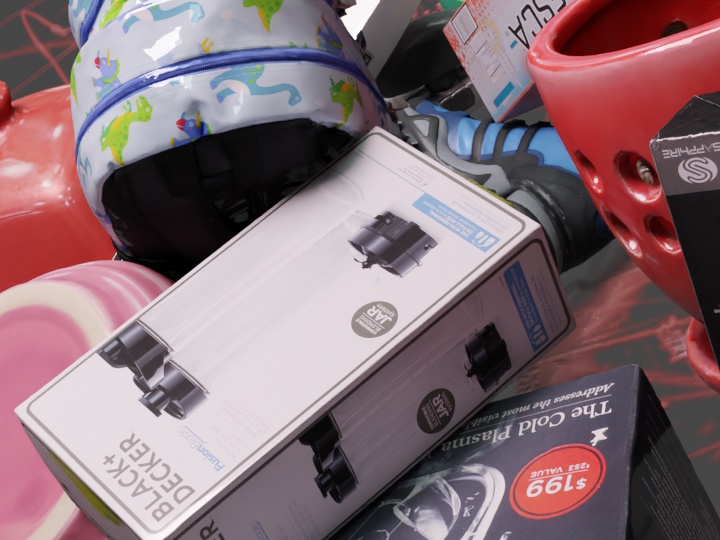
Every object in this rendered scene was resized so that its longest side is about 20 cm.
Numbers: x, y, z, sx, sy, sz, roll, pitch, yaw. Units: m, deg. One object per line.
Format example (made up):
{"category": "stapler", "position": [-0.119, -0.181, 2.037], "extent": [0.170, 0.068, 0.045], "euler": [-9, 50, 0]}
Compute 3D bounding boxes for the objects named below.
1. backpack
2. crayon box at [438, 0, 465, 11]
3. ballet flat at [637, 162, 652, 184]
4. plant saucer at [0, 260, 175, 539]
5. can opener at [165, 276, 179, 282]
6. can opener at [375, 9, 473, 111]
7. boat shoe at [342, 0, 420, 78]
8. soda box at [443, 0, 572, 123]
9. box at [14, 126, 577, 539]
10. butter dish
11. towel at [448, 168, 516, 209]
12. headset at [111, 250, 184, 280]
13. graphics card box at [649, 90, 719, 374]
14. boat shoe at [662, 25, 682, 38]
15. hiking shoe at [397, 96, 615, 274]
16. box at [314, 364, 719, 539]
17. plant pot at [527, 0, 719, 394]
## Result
{"category": "backpack", "position": [-0.062, -0.070, 0.909], "extent": [0.162, 0.155, 0.200], "euler": [-9, 2, 6]}
{"category": "crayon box", "position": [0.146, -0.162, 1.199], "extent": [0.119, 0.058, 0.200], "euler": [-38, 30, -12]}
{"category": "ballet flat", "position": [0.227, -0.071, 0.994], "extent": [0.199, 0.046, 0.068], "euler": [-9, 36, 35]}
{"category": "plant saucer", "position": [-0.150, 0.083, 0.912], "extent": [0.200, 0.051, 0.202], "euler": [-21, 54, 31]}
{"category": "can opener", "position": [-0.038, 0.040, 0.919], "extent": [0.199, 0.067, 0.053], "euler": [19, 36, 40]}
{"category": "can opener", "position": [-0.008, -0.088, 1.210], "extent": [0.200, 0.067, 0.053], "euler": [-36, 27, 4]}
{"category": "boat shoe", "position": [-0.042, -0.109, 1.147], "extent": [0.068, 0.072, 0.201], "euler": [32, 88, 21]}
{"category": "soda box", "position": [0.116, -0.152, 1.003], "extent": [0.068, 0.064, 0.200], "euler": [-24, -12, -28]}
{"category": "box", "position": [-0.025, 0.040, 0.807], "extent": [0.200, 0.060, 0.117], "euler": [-38, 43, -15]}
{"category": "butter dish", "position": [-0.208, -0.054, 1.270], "extent": [0.199, 0.148, 0.200], "euler": [-16, 32, 26]}
{"category": "towel", "position": [0.000, 0.000, 1.063], "extent": [0.200, 0.023, 0.144], "euler": [29, 93, 59]}
{"category": "headset", "position": [-0.078, 0.014, 1.062], "extent": [0.200, 0.094, 0.123], "euler": [-47, -7, 17]}
{"category": "graphics card box", "position": [0.192, 0.027, 0.719], "extent": [0.125, 0.201, 0.051], "euler": [-7, 23, 37]}
{"category": "boat shoe", "position": [0.203, -0.113, 1.052], "extent": [0.199, 0.065, 0.071], "euler": [-26, -8, 6]}
{"category": "hiking shoe", "position": [0.081, -0.048, 1.088], "extent": [0.086, 0.075, 0.200], "euler": [-22, 32, -16]}
{"category": "box", "position": [0.031, 0.153, 0.771], "extent": [0.199, 0.104, 0.183], "euler": [-18, 32, 22]}
{"category": "plant pot", "position": [0.194, -0.055, 0.841], "extent": [0.200, 0.183, 0.201], "euler": [-25, 18, 9]}
